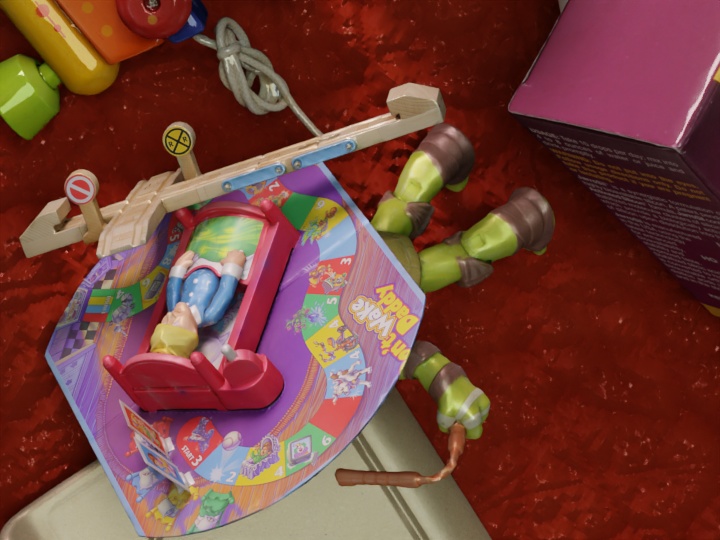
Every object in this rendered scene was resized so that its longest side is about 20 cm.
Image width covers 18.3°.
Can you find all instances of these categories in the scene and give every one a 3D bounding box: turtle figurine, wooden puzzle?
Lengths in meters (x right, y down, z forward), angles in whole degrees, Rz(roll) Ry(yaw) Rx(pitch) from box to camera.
[{"bbox_3d":[0.000,0.000,1.022,0.199,0.065,0.161,31,60,32],"label":"turtle figurine"},{"bbox_3d":[-0.043,0.145,1.058,0.199,0.037,0.186,-34,95,-12],"label":"wooden puzzle"}]

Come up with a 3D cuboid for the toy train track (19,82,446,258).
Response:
[{"bbox_3d":[-0.061,-0.052,0.992,0.199,0.115,0.033,-17,105,11],"label":"toy train track"}]

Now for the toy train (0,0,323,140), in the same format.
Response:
[{"bbox_3d":[-0.121,-0.100,1.023,0.115,0.085,0.200,-38,102,9],"label":"toy train"}]

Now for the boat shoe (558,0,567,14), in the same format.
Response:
[{"bbox_3d":[0.131,-0.112,1.065,0.073,0.067,0.201,-27,117,-36],"label":"boat shoe"}]

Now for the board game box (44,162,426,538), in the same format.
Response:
[{"bbox_3d":[-0.066,0.017,0.974,0.158,0.200,0.039,-38,134,1],"label":"board game box"}]

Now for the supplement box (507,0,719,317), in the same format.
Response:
[{"bbox_3d":[0.178,-0.067,1.000,0.200,0.103,0.132,38,76,-43],"label":"supplement box"}]
